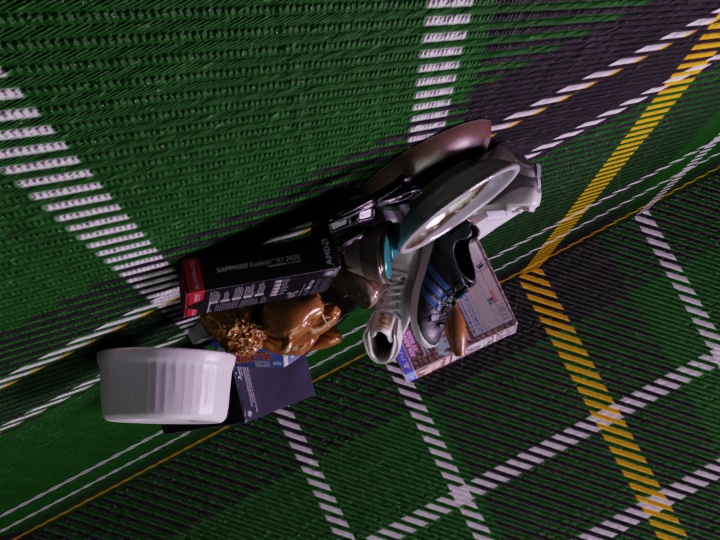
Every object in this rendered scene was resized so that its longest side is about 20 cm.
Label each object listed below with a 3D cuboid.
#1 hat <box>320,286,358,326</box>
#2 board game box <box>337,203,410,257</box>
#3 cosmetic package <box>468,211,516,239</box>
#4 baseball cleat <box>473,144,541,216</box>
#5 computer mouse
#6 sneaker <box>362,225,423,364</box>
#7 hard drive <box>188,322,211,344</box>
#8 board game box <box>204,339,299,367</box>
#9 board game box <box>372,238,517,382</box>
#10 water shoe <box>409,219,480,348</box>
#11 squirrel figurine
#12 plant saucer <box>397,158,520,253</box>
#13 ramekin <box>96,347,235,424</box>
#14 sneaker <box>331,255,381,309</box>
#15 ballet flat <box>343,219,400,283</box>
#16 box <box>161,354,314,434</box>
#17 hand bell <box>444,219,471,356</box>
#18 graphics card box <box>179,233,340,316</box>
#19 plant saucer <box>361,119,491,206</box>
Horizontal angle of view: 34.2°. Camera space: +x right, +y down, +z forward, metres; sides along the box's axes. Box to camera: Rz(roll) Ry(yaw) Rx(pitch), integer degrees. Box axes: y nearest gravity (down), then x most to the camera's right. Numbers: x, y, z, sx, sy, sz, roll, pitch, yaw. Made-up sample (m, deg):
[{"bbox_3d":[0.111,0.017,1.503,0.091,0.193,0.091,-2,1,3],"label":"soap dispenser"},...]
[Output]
[{"bbox_3d":[-0.062,0.060,1.850,0.199,0.081,0.201,-27,174,-3],"label":"hat"},{"bbox_3d":[0.016,-0.058,1.760,0.126,0.035,0.200,-31,171,20],"label":"board game box"},{"bbox_3d":[0.144,-0.075,1.898,0.199,0.082,0.112,-33,167,35],"label":"cosmetic package"},{"bbox_3d":[0.181,-0.132,1.745,0.199,0.108,0.070,2,177,32],"label":"baseball cleat"},{"bbox_3d":[0.002,-0.083,1.519,0.139,0.046,0.200,-22,173,-13],"label":"computer mouse"},{"bbox_3d":[0.051,0.044,1.720,0.116,0.073,0.201,-69,168,-55],"label":"sneaker"},{"bbox_3d":[-0.166,0.057,1.879,0.199,0.027,0.132,-21,169,-40],"label":"hard drive"},{"bbox_3d":[-0.150,0.115,1.889,0.134,0.035,0.200,-1,-170,19],"label":"board game box"},{"bbox_3d":[0.129,0.063,1.872,0.199,0.160,0.097,-24,166,0],"label":"board game box"},{"bbox_3d":[0.125,0.021,1.702,0.078,0.202,0.071,14,-166,33],"label":"water shoe"},{"bbox_3d":[-0.127,0.071,1.663,0.198,0.143,0.187,-16,-175,-1],"label":"squirrel figurine"},{"bbox_3d":[0.122,-0.099,1.578,0.199,0.050,0.200,-34,172,-6],"label":"plant saucer"},{"bbox_3d":[-0.281,0.169,1.683,0.198,0.099,0.201,1,171,0],"label":"ramekin"},{"bbox_3d":[0.000,0.000,1.660,0.075,0.071,0.200,-41,-165,-8],"label":"sneaker"},{"bbox_3d":[0.014,-0.022,1.569,0.067,0.069,0.200,-6,-171,9],"label":"ballet flat"},{"bbox_3d":[-0.220,0.197,2.032,0.199,0.124,0.198,-13,-178,36],"label":"box"},{"bbox_3d":[0.134,0.031,1.781,0.103,0.202,0.104,-9,177,0],"label":"hand bell"},{"bbox_3d":[-0.132,0.007,1.500,0.198,0.051,0.126,-9,166,-12],"label":"graphics card box"},{"bbox_3d":[0.095,-0.138,1.576,0.199,0.032,0.200,-29,171,-5],"label":"plant saucer"}]
